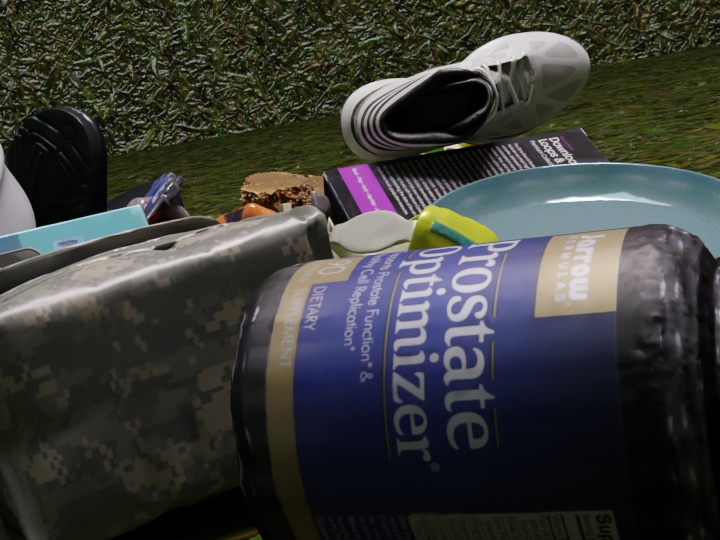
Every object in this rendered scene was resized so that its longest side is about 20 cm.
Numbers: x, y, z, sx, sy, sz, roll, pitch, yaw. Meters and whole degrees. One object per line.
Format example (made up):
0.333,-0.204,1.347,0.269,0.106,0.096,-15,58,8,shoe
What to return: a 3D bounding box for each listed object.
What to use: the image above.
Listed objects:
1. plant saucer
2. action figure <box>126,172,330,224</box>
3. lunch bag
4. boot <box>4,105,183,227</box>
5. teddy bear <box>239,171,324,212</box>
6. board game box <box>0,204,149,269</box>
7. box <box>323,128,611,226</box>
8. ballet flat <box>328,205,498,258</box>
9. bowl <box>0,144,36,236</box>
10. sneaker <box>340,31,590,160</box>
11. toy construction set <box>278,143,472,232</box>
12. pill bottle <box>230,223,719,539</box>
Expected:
0.133,-0.021,0.785,0.197,0.028,0.201,-5,21,2,plant saucer
-0.131,0.020,0.912,0.192,0.105,0.201,-9,36,42,action figure
-0.111,0.044,0.616,0.162,0.119,0.199,-18,6,-26,lunch bag
-0.198,-0.049,1.019,0.076,0.202,0.168,33,30,18,boot
-0.006,-0.048,1.168,0.197,0.068,0.145,-6,19,-13,teddy bear
-0.216,0.039,0.724,0.198,0.047,0.151,-15,-20,-25,board game box
0.088,-0.034,0.892,0.197,0.036,0.143,-12,36,-13,box
0.000,0.000,0.743,0.067,0.067,0.199,32,-25,-25,ballet flat
-0.286,0.012,0.904,0.200,0.090,0.202,-28,36,22,bowl
0.094,-0.119,0.944,0.198,0.077,0.115,-19,13,-16,sneaker
0.020,-0.044,1.002,0.198,0.093,0.132,-19,36,-6,toy construction set
0.066,0.044,0.452,0.197,0.113,0.112,-6,11,21,pill bottle
